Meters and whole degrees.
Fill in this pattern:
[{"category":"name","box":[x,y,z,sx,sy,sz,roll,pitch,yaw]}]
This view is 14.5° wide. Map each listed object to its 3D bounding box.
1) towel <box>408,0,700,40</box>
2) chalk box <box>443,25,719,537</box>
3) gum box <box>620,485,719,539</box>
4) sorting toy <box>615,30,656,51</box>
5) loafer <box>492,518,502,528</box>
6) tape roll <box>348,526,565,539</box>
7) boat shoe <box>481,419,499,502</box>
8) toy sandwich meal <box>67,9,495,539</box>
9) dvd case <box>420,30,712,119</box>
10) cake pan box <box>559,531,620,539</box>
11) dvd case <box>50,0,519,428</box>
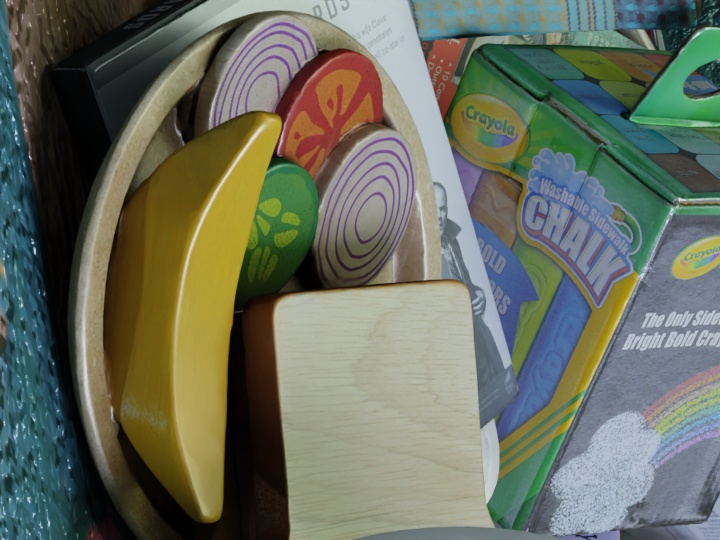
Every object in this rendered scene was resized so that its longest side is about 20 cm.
[{"category":"towel","box":[0.018,-0.136,1.051,0.147,0.199,0.022,66,29,-50]},{"category":"chalk box","box":[0.101,-0.013,1.107,0.124,0.124,0.201,0,121,-45]},{"category":"gum box","box":[0.185,0.081,1.243,0.066,0.114,0.200,47,-14,-7]},{"category":"sorting toy","box":[0.069,-0.136,1.337,0.185,0.036,0.200,56,-9,-31]},{"category":"loafer","box":[0.028,0.120,1.194,0.200,0.069,0.076,105,-6,-75]},{"category":"tape roll","box":[0.023,0.189,0.763,0.203,0.202,0.140,-89,164,-46]},{"category":"boat shoe","box":[0.000,0.000,1.073,0.072,0.059,0.201,-10,86,-42]},{"category":"toy sandwich meal","box":[-0.015,0.019,0.896,0.205,0.070,0.206,-11,103,-52]},{"category":"dvd case","box":[0.058,-0.048,1.203,0.199,0.022,0.147,21,87,-38]},{"category":"cake pan box","box":[0.073,0.199,1.246,0.185,0.052,0.201,-81,-178,-57]},{"category":"dvd case","box":[-0.019,-0.009,0.970,0.150,0.025,0.201,-36,118,-40]}]
